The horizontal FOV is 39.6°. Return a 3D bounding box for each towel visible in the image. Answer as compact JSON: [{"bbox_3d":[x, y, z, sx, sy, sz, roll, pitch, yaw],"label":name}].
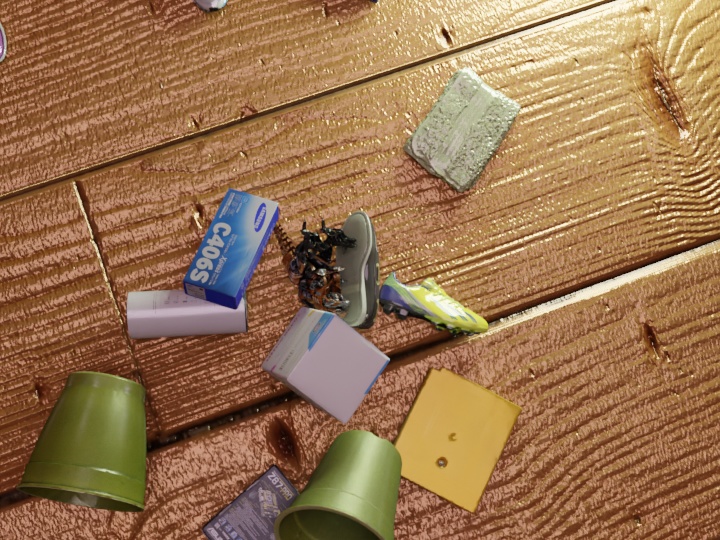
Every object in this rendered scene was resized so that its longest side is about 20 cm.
[{"bbox_3d":[0.185,-0.252,1.792,0.148,0.036,0.201,35,81,0],"label":"towel"}]

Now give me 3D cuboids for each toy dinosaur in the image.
[{"bbox_3d":[-0.086,-0.008,1.699,0.199,0.102,0.136,35,120,8],"label":"toy dinosaur"}]

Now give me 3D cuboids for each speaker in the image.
[{"bbox_3d":[-0.291,0.070,1.685,0.198,0.081,0.082,-4,82,-5],"label":"speaker"}]

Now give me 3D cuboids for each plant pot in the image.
[{"bbox_3d":[-0.015,0.365,1.602,0.199,0.201,0.191,24,44,-1],"label":"plant pot"},{"bbox_3d":[-0.424,0.271,1.603,0.199,0.201,0.194,10,69,-3],"label":"plant pot"}]

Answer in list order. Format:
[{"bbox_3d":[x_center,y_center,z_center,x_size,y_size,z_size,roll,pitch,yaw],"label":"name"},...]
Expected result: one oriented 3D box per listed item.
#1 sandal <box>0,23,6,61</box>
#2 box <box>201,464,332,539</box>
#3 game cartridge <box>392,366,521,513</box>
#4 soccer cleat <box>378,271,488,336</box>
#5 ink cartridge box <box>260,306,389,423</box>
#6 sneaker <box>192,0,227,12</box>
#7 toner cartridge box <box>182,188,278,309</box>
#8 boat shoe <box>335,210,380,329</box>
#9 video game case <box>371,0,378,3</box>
[{"bbox_3d":[-0.682,-0.453,1.745,0.082,0.050,0.204,-21,84,-7],"label":"sandal"},{"bbox_3d":[-0.140,0.450,1.658,0.161,0.049,0.200,-41,87,-7],"label":"box"},{"bbox_3d":[0.158,0.286,1.716,0.175,0.032,0.201,28,78,0],"label":"game cartridge"},{"bbox_3d":[0.131,0.057,1.729,0.199,0.065,0.084,17,76,-2],"label":"soccer cleat"},{"bbox_3d":[-0.064,0.150,1.643,0.125,0.200,0.129,38,80,-16],"label":"ink cartridge box"},{"bbox_3d":[-0.282,-0.561,1.776,0.074,0.087,0.202,-12,84,-8],"label":"sneaker"},{"bbox_3d":[-0.215,-0.039,1.684,0.094,0.043,0.201,17,59,6],"label":"toner cartridge box"},{"bbox_3d":[0.000,0.000,1.730,0.071,0.060,0.203,-5,75,35],"label":"boat shoe"},{"bbox_3d":[-0.009,-0.616,1.825,0.199,0.045,0.182,31,82,0],"label":"video game case"}]
